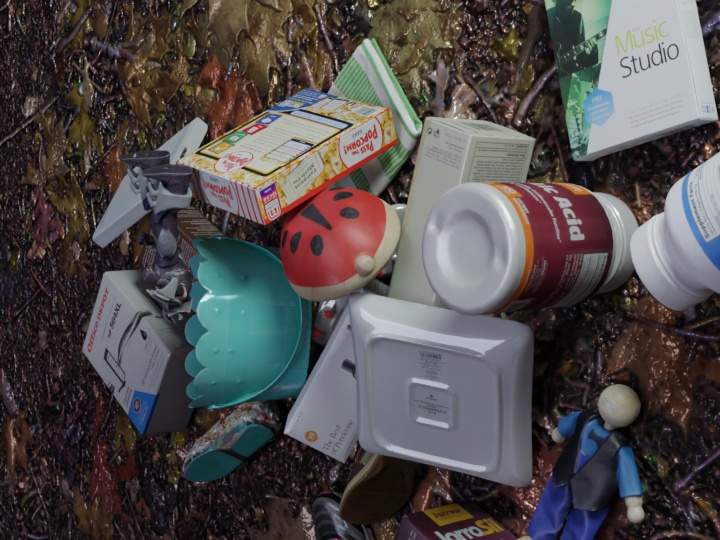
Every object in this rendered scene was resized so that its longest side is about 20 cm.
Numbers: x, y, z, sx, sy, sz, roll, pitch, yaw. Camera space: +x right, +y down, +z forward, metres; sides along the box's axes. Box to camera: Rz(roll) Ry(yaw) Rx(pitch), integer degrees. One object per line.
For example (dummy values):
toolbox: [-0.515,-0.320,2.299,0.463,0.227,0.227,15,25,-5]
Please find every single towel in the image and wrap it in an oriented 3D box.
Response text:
towel: [-0.011,-0.150,1.387,0.200,0.023,0.154,-48,59,38]

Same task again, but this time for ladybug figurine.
ladybug figurine: [-0.029,-0.035,1.241,0.136,0.072,0.200,-45,23,-7]

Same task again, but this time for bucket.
bucket: [-0.136,0.062,1.406,0.207,0.133,0.210,-179,90,-78]

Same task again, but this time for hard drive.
hard drive: [-0.295,-0.121,1.647,0.199,0.027,0.133,-29,32,45]

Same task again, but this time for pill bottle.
pill bottle: [0.321,-0.048,0.961,0.200,0.111,0.113,-39,64,43]
pill bottle: [0.161,-0.023,1.073,0.113,0.198,0.116,4,96,46]

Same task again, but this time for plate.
plate: [0.077,0.129,1.198,0.197,0.032,0.202,10,123,23]

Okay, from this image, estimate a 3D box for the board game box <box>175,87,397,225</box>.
board game box: [-0.081,-0.132,1.305,0.151,0.199,0.047,22,136,45]

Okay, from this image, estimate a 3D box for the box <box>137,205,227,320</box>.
box: [-0.214,0.000,1.585,0.200,0.074,0.101,42,121,40]

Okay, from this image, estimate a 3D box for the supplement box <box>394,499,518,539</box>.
supplement box: [0.131,0.329,1.195,0.199,0.109,0.087,36,117,40]

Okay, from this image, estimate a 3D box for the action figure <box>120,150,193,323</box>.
action figure: [-0.220,-0.030,1.320,0.130,0.068,0.202,-128,32,-57]

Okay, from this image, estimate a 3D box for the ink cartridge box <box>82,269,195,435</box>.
ink cartridge box: [-0.306,0.113,1.684,0.200,0.084,0.147,43,122,37]

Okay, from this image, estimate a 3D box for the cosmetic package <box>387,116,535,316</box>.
cosmetic package: [0.102,-0.049,1.210,0.073,0.103,0.203,29,112,44]

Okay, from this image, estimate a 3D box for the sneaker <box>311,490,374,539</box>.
sneaker: [-0.029,0.362,1.390,0.073,0.087,0.202,-26,73,45]

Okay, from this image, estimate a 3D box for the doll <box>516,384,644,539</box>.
doll: [0.220,0.202,1.133,0.136,0.048,0.202,40,115,49]

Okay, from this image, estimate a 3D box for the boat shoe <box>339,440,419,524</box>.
boat shoe: [0.028,0.210,1.345,0.072,0.071,0.201,-95,22,-50]

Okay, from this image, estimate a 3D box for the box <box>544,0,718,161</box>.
box: [0.243,-0.217,1.092,0.143,0.036,0.203,-16,80,47]

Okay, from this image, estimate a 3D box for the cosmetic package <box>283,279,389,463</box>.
cosmetic package: [-0.007,0.112,1.327,0.082,0.051,0.202,26,109,-4]

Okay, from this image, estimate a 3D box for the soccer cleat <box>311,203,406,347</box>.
soccer cleat: [0.000,0.000,1.355,0.201,0.069,0.078,-56,12,20]

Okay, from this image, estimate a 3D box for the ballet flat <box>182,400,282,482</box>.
ballet flat: [-0.166,0.219,1.561,0.199,0.075,0.064,-36,36,38]
